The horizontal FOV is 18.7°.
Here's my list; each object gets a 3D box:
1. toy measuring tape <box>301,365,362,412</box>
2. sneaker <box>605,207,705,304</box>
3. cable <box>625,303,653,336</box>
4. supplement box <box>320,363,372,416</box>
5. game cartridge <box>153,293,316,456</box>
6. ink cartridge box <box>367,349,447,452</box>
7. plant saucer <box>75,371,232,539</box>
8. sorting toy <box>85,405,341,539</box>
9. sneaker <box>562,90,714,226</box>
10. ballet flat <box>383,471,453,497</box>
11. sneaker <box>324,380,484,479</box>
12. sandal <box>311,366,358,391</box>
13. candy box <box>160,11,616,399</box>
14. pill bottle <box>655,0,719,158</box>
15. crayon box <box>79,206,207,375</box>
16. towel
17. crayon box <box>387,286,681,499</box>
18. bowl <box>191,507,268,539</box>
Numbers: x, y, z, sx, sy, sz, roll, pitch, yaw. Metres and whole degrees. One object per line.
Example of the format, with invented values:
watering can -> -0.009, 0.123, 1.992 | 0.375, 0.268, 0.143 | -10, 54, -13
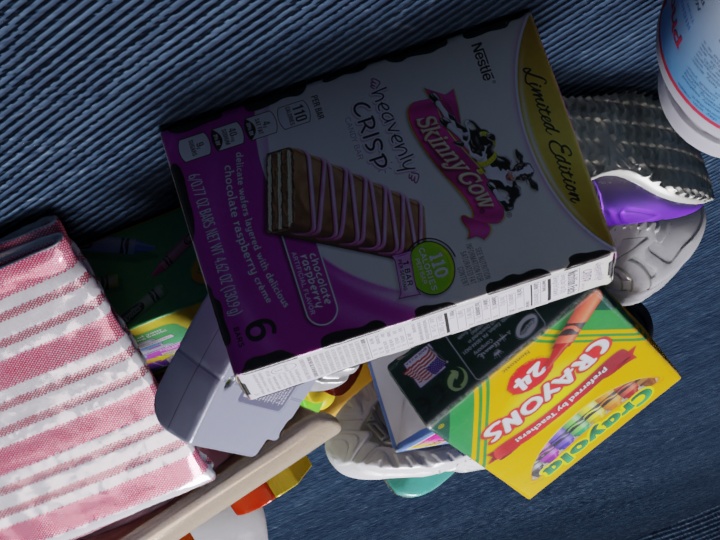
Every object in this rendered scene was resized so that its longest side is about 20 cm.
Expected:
toy measuring tape -> -0.038, 0.034, 1.464 | 0.073, 0.074, 0.200 | -18, 148, -1
sneaker -> 0.153, -0.028, 1.383 | 0.200, 0.078, 0.099 | -14, 155, -35
cable -> 0.143, 0.070, 1.706 | 0.163, 0.051, 0.200 | -43, -163, -4
supplement box -> 0.007, 0.062, 1.581 | 0.069, 0.067, 0.200 | -10, 164, -28
game cartridge -> -0.035, 0.009, 1.206 | 0.200, 0.041, 0.133 | -57, 163, 3
ink cartridge box -> 0.098, 0.036, 1.453 | 0.200, 0.137, 0.076 | -5, 163, -39
plant saucer -> -0.157, 0.093, 1.372 | 0.200, 0.051, 0.201 | -22, -157, 10
sorting toy -> -0.102, 0.147, 1.387 | 0.185, 0.037, 0.200 | -33, -177, -9
sneaker -> 0.117, -0.052, 1.272 | 0.200, 0.070, 0.099 | 3, 151, -44
ballet flat -> 0.078, 0.080, 1.619 | 0.200, 0.067, 0.070 | -49, 165, -32
sneaker -> 0.059, 0.115, 1.521 | 0.200, 0.078, 0.099 | -13, 151, -28
sandal -> -0.006, -0.002, 1.361 | 0.082, 0.050, 0.203 | 14, 133, -29
candy box -> 0.014, -0.032, 1.107 | 0.200, 0.137, 0.061 | -18, 165, -1
pill bottle -> 0.203, -0.124, 1.049 | 0.108, 0.109, 0.200 | -15, 165, -9
crayon box -> -0.134, 0.022, 1.285 | 0.200, 0.058, 0.119 | -21, 165, 12
towel -> -0.186, 0.071, 1.229 | 0.146, 0.030, 0.200 | -21, 123, 12
crayon box -> 0.114, 0.066, 1.319 | 0.127, 0.051, 0.200 | -40, 149, 8
bowl -> -0.187, 0.167, 1.618 | 0.200, 0.075, 0.199 | -4, -172, -43
